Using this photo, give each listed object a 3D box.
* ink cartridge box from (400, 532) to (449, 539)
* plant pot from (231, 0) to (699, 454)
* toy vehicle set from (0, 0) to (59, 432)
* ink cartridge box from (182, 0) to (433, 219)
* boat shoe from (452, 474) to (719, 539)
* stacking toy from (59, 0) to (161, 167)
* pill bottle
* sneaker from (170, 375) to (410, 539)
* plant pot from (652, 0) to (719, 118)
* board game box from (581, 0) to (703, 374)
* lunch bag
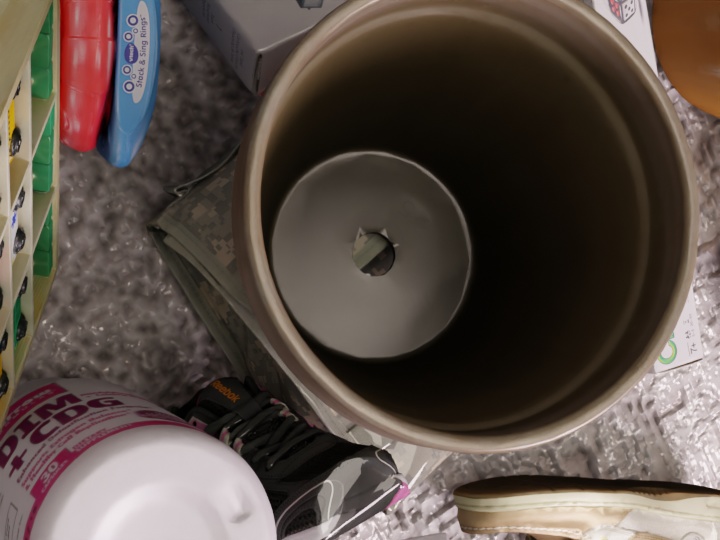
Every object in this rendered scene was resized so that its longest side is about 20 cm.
[{"bbox_3d":[-0.039,0.199,0.837,0.199,0.037,0.095,-8,58,-14],"label":"ink cartridge box"},{"bbox_3d":[0.027,-0.016,0.745,0.199,0.173,0.201,2,82,-15],"label":"plant pot"},{"bbox_3d":[-0.164,-0.022,0.738,0.026,0.200,0.125,11,49,-1],"label":"toy vehicle set"},{"bbox_3d":[0.025,-0.147,0.874,0.199,0.045,0.176,-29,69,-20],"label":"ink cartridge box"},{"bbox_3d":[0.146,0.162,0.999,0.199,0.074,0.067,6,87,-26],"label":"boat shoe"},{"bbox_3d":[-0.202,-0.115,0.801,0.199,0.110,0.117,3,97,-15],"label":"stacking toy"},{"bbox_3d":[-0.127,0.114,0.793,0.113,0.200,0.114,-3,97,-25],"label":"pill bottle"},{"bbox_3d":[-0.054,0.097,0.833,0.080,0.200,0.087,-28,98,-31],"label":"sneaker"},{"bbox_3d":[0.275,-0.152,0.966,0.199,0.183,0.201,-3,96,-24],"label":"plant pot"},{"bbox_3d":[0.102,-0.053,0.806,0.034,0.126,0.201,-15,99,-28],"label":"board game box"},{"bbox_3d":[0.000,0.000,0.891,0.164,0.117,0.200,-40,105,-19],"label":"lunch bag"}]
